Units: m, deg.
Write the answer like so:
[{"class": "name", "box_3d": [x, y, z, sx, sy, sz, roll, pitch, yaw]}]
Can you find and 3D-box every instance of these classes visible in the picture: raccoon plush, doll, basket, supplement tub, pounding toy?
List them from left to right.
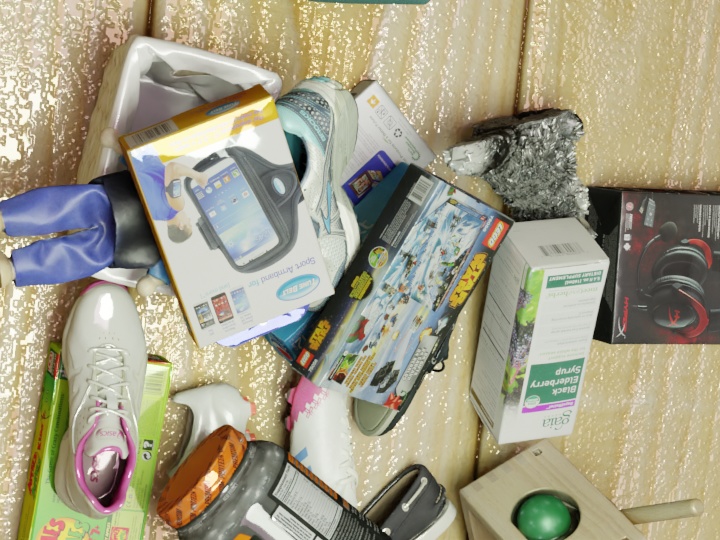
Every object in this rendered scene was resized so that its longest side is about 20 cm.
[{"class": "doll", "box_3d": [-0.190, -0.044, 1.309, 0.200, 0.048, 0.137, -11, 102, -20]}, {"class": "basket", "box_3d": [-0.164, -0.085, 1.407, 0.135, 0.123, 0.200, 13, 91, -22]}, {"class": "supplement tub", "box_3d": [-0.066, 0.228, 1.413, 0.200, 0.123, 0.123, 41, 82, -12]}, {"class": "raccoon plush", "box_3d": [0.137, -0.068, 1.528, 0.200, 0.097, 0.134, -21, 105, -42]}, {"class": "pounding toy", "box_3d": [0.204, 0.254, 1.526, 0.142, 0.184, 0.200, -29, 134, -16]}]

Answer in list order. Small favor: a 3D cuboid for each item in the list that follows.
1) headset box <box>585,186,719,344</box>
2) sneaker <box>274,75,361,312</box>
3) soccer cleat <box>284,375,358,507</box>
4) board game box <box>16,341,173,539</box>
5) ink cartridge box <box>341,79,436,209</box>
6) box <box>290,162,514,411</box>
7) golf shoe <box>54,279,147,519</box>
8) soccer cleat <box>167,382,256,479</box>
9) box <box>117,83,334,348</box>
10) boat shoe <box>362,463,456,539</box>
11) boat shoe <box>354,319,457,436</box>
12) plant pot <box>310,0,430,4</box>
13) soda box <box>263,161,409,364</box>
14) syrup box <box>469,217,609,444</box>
[{"class": "headset box", "box_3d": [0.318, -0.004, 1.633, 0.200, 0.075, 0.149, 2, 96, -22]}, {"class": "sneaker", "box_3d": [-0.054, -0.055, 1.378, 0.086, 0.078, 0.200, -30, 124, -50]}, {"class": "soccer cleat", "box_3d": [-0.030, 0.167, 1.508, 0.070, 0.086, 0.200, 2, 105, -64]}, {"class": "board game box", "box_3d": [-0.232, 0.169, 1.454, 0.102, 0.048, 0.200, 9, 93, -22]}, {"class": "ink cartridge box", "box_3d": [-0.032, -0.072, 1.508, 0.200, 0.037, 0.095, -45, 111, -13]}, {"class": "box", "box_3d": [0.038, 0.018, 1.434, 0.137, 0.040, 0.200, 24, 98, -55]}, {"class": "golf shoe", "box_3d": [-0.207, 0.109, 1.382, 0.075, 0.092, 0.200, 1, 95, -20]}, {"class": "soccer cleat", "box_3d": [-0.133, 0.200, 1.491, 0.078, 0.069, 0.200, -1, 90, -16]}, {"class": "box", "box_3d": [-0.098, -0.031, 1.302, 0.119, 0.041, 0.200, -23, 115, -10]}, {"class": "boat shoe", "box_3d": [0.000, 0.257, 1.544, 0.200, 0.074, 0.060, -37, 108, -16]}, {"class": "boat shoe", "box_3d": [0.056, 0.062, 1.542, 0.066, 0.074, 0.199, 20, 84, -39]}, {"class": "plant pot", "box_3d": [-0.032, -0.316, 1.398, 0.161, 0.201, 0.201, -7, 99, -9]}, {"class": "soda box", "box_3d": [0.000, 0.000, 1.482, 0.200, 0.068, 0.064, -44, 130, -12]}, {"class": "syrup box", "box_3d": [0.161, 0.057, 1.536, 0.079, 0.081, 0.200, -5, 124, -19]}]
